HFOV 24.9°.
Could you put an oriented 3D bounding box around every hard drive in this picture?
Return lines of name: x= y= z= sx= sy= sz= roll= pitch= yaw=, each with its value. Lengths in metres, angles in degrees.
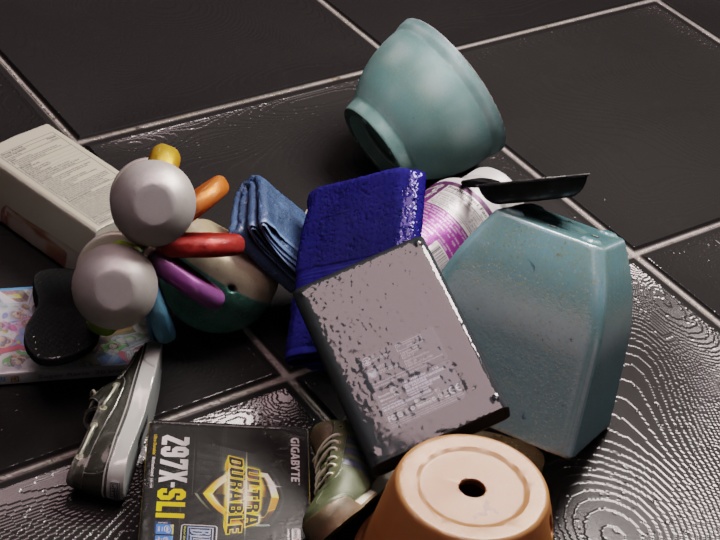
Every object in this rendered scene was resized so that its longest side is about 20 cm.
hard drive: x=0.036 y=0.077 z=1.531 sx=0.139 sy=0.033 sz=0.201 roll=-23 pitch=62 yaw=-4

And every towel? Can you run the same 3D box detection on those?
towel: x=0.000 y=0.000 z=1.651 sx=0.147 sy=0.050 sz=0.201 roll=-11 pitch=59 yaw=32
towel: x=-0.056 y=-0.014 z=1.758 sx=0.200 sy=0.048 sz=0.112 roll=42 pitch=25 yaw=-26

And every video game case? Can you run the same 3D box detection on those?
video game case: x=-0.322 y=0.064 z=1.724 sx=0.199 sy=0.018 sz=0.143 roll=-4 pitch=38 yaw=-15

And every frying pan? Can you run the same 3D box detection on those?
frying pan: x=0.144 y=-0.082 z=1.648 sx=0.189 sy=0.031 sz=0.115 roll=-4 pitch=3 yaw=43

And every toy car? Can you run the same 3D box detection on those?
toy car: x=-0.197 y=-0.016 z=1.630 sx=0.149 sy=0.201 sz=0.175 roll=25 pitch=2 yaw=-11

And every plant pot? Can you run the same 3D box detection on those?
plant pot: x=0.065 y=-0.191 z=2.019 sx=0.134 sy=0.201 sz=0.200 roll=-37 pitch=50 yaw=-11
plant pot: x=0.173 y=0.045 z=1.636 sx=0.195 sy=0.201 sz=0.196 roll=21 pitch=12 yaw=17
plant pot: x=0.090 y=0.242 z=1.458 sx=0.198 sy=0.141 sz=0.201 roll=5 pitch=35 yaw=-4

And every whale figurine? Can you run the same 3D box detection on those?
whale figurine: x=-0.169 y=0.002 z=1.784 sx=0.159 sy=0.104 sz=0.200 roll=29 pitch=6 yaw=-25

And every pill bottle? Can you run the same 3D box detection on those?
pill bottle: x=0.089 y=-0.031 z=1.765 sx=0.112 sy=0.113 sz=0.200 roll=29 pitch=46 yaw=27

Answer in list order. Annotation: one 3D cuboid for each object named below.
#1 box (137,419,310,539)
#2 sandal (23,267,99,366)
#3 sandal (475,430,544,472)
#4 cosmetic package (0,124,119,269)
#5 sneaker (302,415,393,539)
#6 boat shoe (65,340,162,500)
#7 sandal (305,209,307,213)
box: x=-0.125 y=0.225 z=1.520 sx=0.158 sy=0.050 sz=0.201 roll=3 pitch=37 yaw=-4
sandal: x=-0.307 y=0.058 z=1.690 sx=0.075 sy=0.048 sz=0.201 roll=0 pitch=24 yaw=-8
sandal: x=0.083 y=0.158 z=1.629 sx=0.210 sy=0.070 sz=0.078 roll=11 pitch=36 yaw=5
cosmetic package: x=-0.328 y=-0.074 z=1.851 sx=0.200 sy=0.088 sz=0.103 roll=34 pitch=45 yaw=30
sneaker: x=-0.021 y=0.185 z=1.524 sx=0.090 sy=0.067 sz=0.200 roll=49 pitch=26 yaw=7
boat shoe: x=-0.238 y=0.137 z=1.597 sx=0.063 sy=0.071 sz=0.201 roll=10 pitch=38 yaw=2
sandal: x=0.012 y=-0.030 z=1.853 sx=0.202 sy=0.083 sz=0.050 roll=31 pitch=4 yaw=27
